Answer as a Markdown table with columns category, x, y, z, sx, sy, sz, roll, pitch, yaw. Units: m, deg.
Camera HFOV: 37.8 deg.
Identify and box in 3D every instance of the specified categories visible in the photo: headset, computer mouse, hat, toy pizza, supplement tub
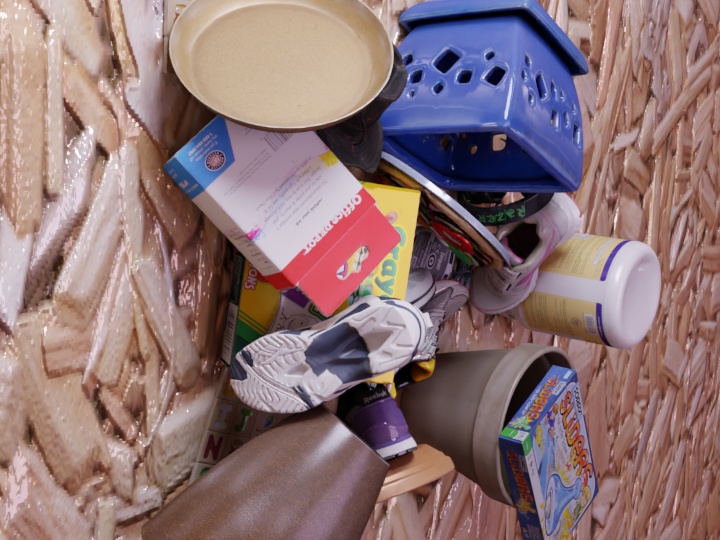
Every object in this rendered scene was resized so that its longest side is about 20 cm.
| category | x | y | z | sx | sy | sz | roll | pitch | yaw |
| --- | --- | --- | --- | --- | --- | --- | --- | --- | --- |
| headset | 0.195 | -0.112 | 1.358 | 0.200 | 0.123 | 0.094 | -70 | 145 | -50 |
| computer mouse | 0.086 | -0.012 | 1.302 | 0.200 | 0.044 | 0.110 | 25 | 85 | -57 |
| hat | -0.002 | -0.194 | 1.042 | 0.201 | 0.081 | 0.201 | 46 | 30 | -37 |
| toy pizza | 0.083 | -0.060 | 1.170 | 0.032 | 0.200 | 0.200 | -51 | 138 | -1 |
| supplement tub | 0.292 | 0.021 | 1.441 | 0.145 | 0.199 | 0.146 | -16 | 111 | -48 |

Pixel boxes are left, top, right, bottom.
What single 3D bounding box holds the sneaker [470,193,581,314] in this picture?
| category | x | y | z | sx | sy | sz | roll | pitch | yaw |
| --- | --- | --- | --- | --- | --- | --- | --- | --- | --- |
| sneaker | 0.195 | -0.019 | 1.359 | 0.088 | 0.081 | 0.200 | -16 | 145 | -49 |

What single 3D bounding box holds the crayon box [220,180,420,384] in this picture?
| category | x | y | z | sx | sy | sz | roll | pitch | yaw |
| --- | --- | --- | --- | --- | --- | --- | --- | --- | --- |
| crayon box | -0.040 | 0.005 | 1.063 | 0.171 | 0.058 | 0.201 | 7 | 93 | -19 |

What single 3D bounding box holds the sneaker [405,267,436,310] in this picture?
| category | x | y | z | sx | sy | sz | roll | pitch | yaw |
| --- | --- | --- | --- | --- | --- | --- | --- | --- | --- |
| sneaker | 0.000 | 0.000 | 1.146 | 0.200 | 0.075 | 0.116 | -17 | 111 | -34 |

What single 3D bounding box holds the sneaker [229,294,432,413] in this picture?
| category | x | y | z | sx | sy | sz | roll | pitch | yaw |
| --- | --- | --- | --- | --- | --- | --- | --- | --- | --- |
| sneaker | -0.018 | 0.076 | 1.011 | 0.080 | 0.198 | 0.129 | 65 | 21 | 7 |

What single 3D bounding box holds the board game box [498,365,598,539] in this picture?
| category | x | y | z | sx | sy | sz | roll | pitch | yaw |
| --- | --- | --- | --- | --- | --- | --- | --- | --- | --- |
| board game box | 0.230 | 0.235 | 1.266 | 0.135 | 0.034 | 0.201 | -44 | 130 | -37 |

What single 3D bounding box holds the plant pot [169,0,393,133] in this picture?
| category | x | y | z | sx | sy | sz | roll | pitch | yaw |
| --- | --- | --- | --- | --- | --- | --- | --- | --- | --- |
| plant pot | -0.070 | -0.192 | 0.944 | 0.200 | 0.199 | 0.028 | -50 | 162 | -32 |

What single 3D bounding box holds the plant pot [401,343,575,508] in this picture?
| category | x | y | z | sx | sy | sz | roll | pitch | yaw |
| --- | --- | --- | --- | --- | --- | --- | --- | --- | --- |
| plant pot | 0.154 | 0.177 | 1.324 | 0.199 | 0.173 | 0.201 | -17 | 112 | -48 |

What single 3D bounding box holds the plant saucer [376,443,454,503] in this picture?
| category | x | y | z | sx | sy | sz | roll | pitch | yaw |
| --- | --- | --- | --- | --- | --- | --- | --- | --- | --- |
| plant saucer | 0.004 | 0.231 | 1.147 | 0.200 | 0.200 | 0.038 | -9 | 77 | -51 |

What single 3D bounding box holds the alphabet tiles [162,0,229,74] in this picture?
| category | x | y | z | sx | sy | sz | roll | pitch | yaw |
| --- | --- | --- | --- | --- | --- | --- | --- | --- | --- |
| alphabet tiles | -0.113 | -0.236 | 1.021 | 0.199 | 0.008 | 0.168 | -8 | 105 | -51 |

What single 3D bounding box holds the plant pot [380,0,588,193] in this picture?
| category | x | y | z | sx | sy | sz | roll | pitch | yaw |
| --- | --- | --- | --- | --- | --- | --- | --- | --- | --- |
| plant pot | 0.144 | -0.205 | 1.208 | 0.200 | 0.199 | 0.181 | 28 | 71 | -50 |

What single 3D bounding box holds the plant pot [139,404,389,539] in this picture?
| category | x | y | z | sx | sy | sz | roll | pitch | yaw |
| --- | --- | --- | --- | --- | --- | --- | --- | --- | --- |
| plant pot | -0.071 | 0.229 | 0.992 | 0.200 | 0.187 | 0.187 | -48 | 136 | -6 |

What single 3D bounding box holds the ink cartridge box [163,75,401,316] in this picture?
| category | x | y | z | sx | sy | sz | roll | pitch | yaw |
| --- | --- | --- | --- | --- | --- | --- | --- | --- | --- |
| ink cartridge box | -0.070 | -0.064 | 0.977 | 0.116 | 0.067 | 0.200 | -46 | 102 | -18 |

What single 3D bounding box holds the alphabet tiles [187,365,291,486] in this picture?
| category | x | y | z | sx | sy | sz | roll | pitch | yaw |
| --- | --- | --- | --- | --- | --- | --- | --- | --- | --- |
| alphabet tiles | -0.109 | 0.181 | 1.125 | 0.166 | 0.006 | 0.201 | 24 | 79 | -51 |

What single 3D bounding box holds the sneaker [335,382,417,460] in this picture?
| category | x | y | z | sx | sy | sz | roll | pitch | yaw |
| --- | --- | --- | --- | --- | --- | --- | --- | --- | --- |
| sneaker | 0.006 | 0.164 | 1.154 | 0.075 | 0.200 | 0.088 | -17 | 83 | -19 |

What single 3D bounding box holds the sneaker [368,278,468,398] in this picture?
| category | x | y | z | sx | sy | sz | roll | pitch | yaw |
| --- | --- | --- | --- | --- | --- | --- | --- | --- | --- |
| sneaker | 0.065 | 0.089 | 1.240 | 0.200 | 0.082 | 0.078 | -44 | 154 | -26 |
